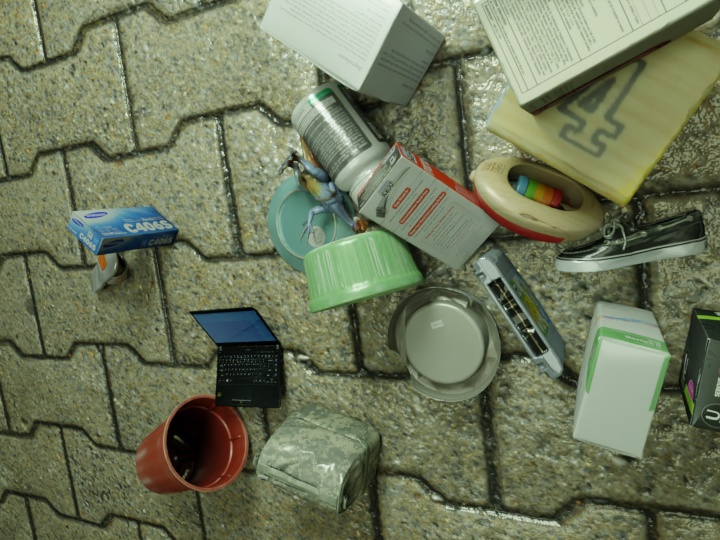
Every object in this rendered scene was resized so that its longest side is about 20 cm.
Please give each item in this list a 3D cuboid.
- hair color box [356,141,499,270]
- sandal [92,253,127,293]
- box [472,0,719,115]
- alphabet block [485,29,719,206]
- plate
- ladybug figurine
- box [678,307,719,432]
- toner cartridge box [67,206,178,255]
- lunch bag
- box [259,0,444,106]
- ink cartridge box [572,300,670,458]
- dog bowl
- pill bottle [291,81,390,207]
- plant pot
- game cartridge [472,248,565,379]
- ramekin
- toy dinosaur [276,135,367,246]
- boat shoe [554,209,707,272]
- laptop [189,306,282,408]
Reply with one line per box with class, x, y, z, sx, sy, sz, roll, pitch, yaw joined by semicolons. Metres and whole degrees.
hair color box;0.106;-0.097;0.821;0.199;0.064;0.111;29;117;-22
sandal;-0.595;-0.002;1.247;0.206;0.059;0.080;-28;70;48
box;0.239;-0.270;0.539;0.199;0.109;0.128;-25;88;28
alphabet block;0.313;-0.221;0.680;0.200;0.195;0.197;35;115;15
plate;-0.101;-0.090;1.001;0.199;0.026;0.201;5;101;25
ladybug figurine;0.254;-0.100;0.774;0.199;0.136;0.072;25;140;9
box;0.536;0.138;0.665;0.199;0.148;0.125;9;106;24
toner cartridge box;-0.492;-0.087;1.094;0.095;0.200;0.043;37;112;14
lunch bag;-0.083;0.367;1.003;0.199;0.168;0.140;15;106;23
box;-0.006;-0.367;0.801;0.200;0.199;0.131;37;113;15
ink cartridge box;0.357;0.139;0.725;0.087;0.200;0.146;12;105;20
dog bowl;0.148;0.121;0.903;0.199;0.059;0.201;5;102;25
pill bottle;-0.019;-0.209;0.888;0.113;0.113;0.200;-39;81;27
plant pot;-0.388;0.401;1.156;0.195;0.201;0.201;-31;86;36
game cartridge;0.248;0.057;0.798;0.040;0.133;0.200;-35;85;20
ramekin;0.000;0.000;0.878;0.199;0.200;0.098;-18;85;28
toy dinosaur;-0.054;-0.145;0.922;0.181;0.201;0.105;32;150;-16
boat shoe;0.379;-0.044;0.747;0.199;0.074;0.068;-10;100;27
laptop;-0.263;0.185;1.087;0.176;0.103;0.201;-6;78;27
